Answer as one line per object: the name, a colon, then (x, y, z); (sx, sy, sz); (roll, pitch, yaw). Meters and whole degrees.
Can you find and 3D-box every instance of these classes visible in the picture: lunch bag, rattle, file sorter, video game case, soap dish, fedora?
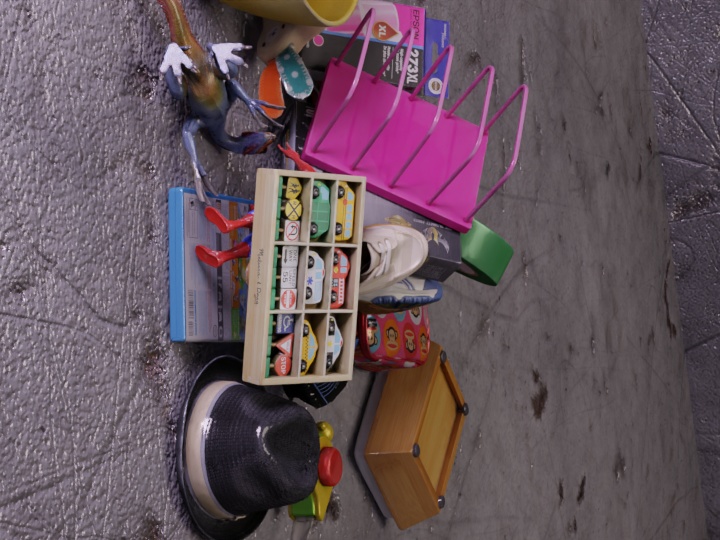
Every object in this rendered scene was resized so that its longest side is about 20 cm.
lunch bag: (0.014, 0.026, 1.720); (0.200, 0.081, 0.178); (17, 68, -65)
rattle: (-0.090, -0.280, 1.491); (0.201, 0.129, 0.143); (-62, 141, -18)
file sorter: (0.063, -0.162, 1.532); (0.126, 0.198, 0.140); (-49, -158, 52)
video game case: (-0.133, -0.001, 1.445); (0.200, 0.018, 0.145); (6, 81, -67)
soap dish: (0.067, 0.197, 1.819); (0.158, 0.080, 0.201); (66, 32, -41)
fedora: (-0.097, 0.174, 1.415); (0.200, 0.091, 0.203); (-3, 90, -67)

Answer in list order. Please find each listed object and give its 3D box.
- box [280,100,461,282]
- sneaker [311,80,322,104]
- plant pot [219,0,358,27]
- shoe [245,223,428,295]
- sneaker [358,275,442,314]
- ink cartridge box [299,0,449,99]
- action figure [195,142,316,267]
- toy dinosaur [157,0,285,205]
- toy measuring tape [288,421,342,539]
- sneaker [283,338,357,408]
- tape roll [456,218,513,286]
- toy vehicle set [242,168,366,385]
box: (0.010, -0.085, 1.571); (0.198, 0.048, 0.160); (13, 58, -20)
sneaker: (-0.012, -0.219, 1.679); (0.073, 0.076, 0.203); (18, 73, -67)
plant pot: (-0.097, -0.329, 1.401); (0.200, 0.140, 0.203); (-2, 90, -66)
shoe: (-0.016, -0.001, 1.475); (0.053, 0.198, 0.071); (-150, -129, -63)
sneaker: (0.000, 0.000, 1.581); (0.198, 0.075, 0.089); (2, 75, -27)
ink cartridge box: (0.017, -0.255, 1.647); (0.198, 0.037, 0.096); (6, 80, -24)
action figure: (-0.093, -0.066, 1.436); (0.199, 0.099, 0.066); (-15, 135, -46)
toy dinosaur: (-0.133, -0.173, 1.379); (0.182, 0.104, 0.202); (99, -28, -81)
toy measuring tape: (-0.065, 0.235, 1.521); (0.074, 0.073, 0.201); (65, 31, -42)
sneaker: (-0.055, 0.105, 1.520); (0.200, 0.069, 0.079); (5, 100, -70)
tape roll: (0.086, -0.049, 1.736); (0.049, 0.199, 0.200); (-62, 152, -4)
toy vehicle set: (-0.053, 0.006, 1.393); (0.124, 0.026, 0.203); (0, 96, -46)
